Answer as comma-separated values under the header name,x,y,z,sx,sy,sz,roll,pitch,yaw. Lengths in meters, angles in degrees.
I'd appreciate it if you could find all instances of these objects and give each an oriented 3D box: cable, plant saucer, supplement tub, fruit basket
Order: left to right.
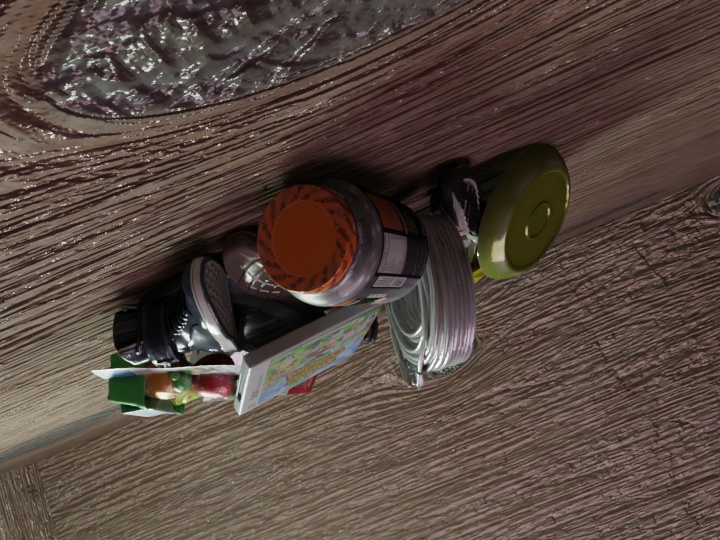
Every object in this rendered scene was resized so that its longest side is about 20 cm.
name,x,y,z,sx,sy,sz,roll,pitch,yaw
fruit basket,-0.231,0.154,0.825,0.197,0.095,0.185,2,164,7
supplement tub,-0.013,-0.026,0.622,0.121,0.124,0.199,-25,168,22
cable,0.084,0.027,0.771,0.068,0.202,0.201,-6,145,-16
plant saucer,0.239,-0.074,0.846,0.198,0.203,0.031,-26,-140,-34

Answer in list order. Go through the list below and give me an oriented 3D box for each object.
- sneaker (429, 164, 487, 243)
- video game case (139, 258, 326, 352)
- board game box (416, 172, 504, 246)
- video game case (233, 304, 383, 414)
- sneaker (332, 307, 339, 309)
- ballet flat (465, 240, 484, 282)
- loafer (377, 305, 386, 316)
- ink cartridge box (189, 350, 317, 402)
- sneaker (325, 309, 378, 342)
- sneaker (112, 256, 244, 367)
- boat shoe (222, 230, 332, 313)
name,x,y,z,sx,sy,sz,roll,pitch,yaw
sneaker,0.121,-0.083,0.801,0.079,0.075,0.200,12,169,20
video game case,-0.162,0.054,0.783,0.142,0.019,0.199,-27,142,31
board game box,0.174,-0.083,0.964,0.198,0.065,0.147,-25,170,10
video game case,-0.072,0.114,0.810,0.198,0.022,0.183,-25,160,-27
sneaker,0.000,0.000,0.811,0.072,0.078,0.200,-8,159,-28
ballet flat,0.166,-0.015,0.925,0.198,0.067,0.068,-30,135,-12
loafer,0.024,0.039,1.042,0.076,0.069,0.200,-57,167,17
ink cartridge box,-0.163,0.131,0.990,0.198,0.083,0.147,1,126,-33
sneaker,-0.007,0.100,1.042,0.098,0.072,0.200,7,-172,-14
sneaker,-0.214,0.051,0.674,0.144,0.078,0.203,-3,154,-4
boat shoe,-0.092,-0.008,0.721,0.075,0.073,0.200,-17,154,22
